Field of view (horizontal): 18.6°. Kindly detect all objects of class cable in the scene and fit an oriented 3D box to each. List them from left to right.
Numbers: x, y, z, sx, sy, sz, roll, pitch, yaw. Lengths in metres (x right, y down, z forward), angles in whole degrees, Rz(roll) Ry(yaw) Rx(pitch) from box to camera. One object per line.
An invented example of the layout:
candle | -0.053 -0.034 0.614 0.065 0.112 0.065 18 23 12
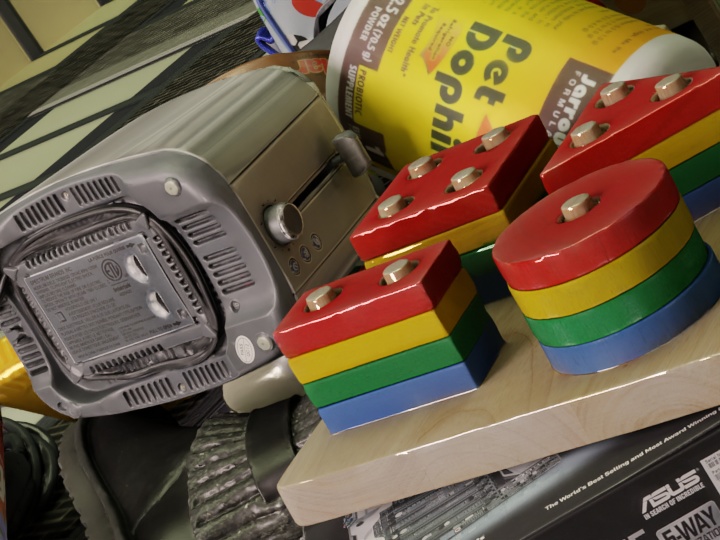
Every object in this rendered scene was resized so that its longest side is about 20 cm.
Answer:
cable | -0.251 0.156 1.280 0.163 0.051 0.200 -35 19 16

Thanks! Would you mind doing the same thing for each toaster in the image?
toaster | -0.085 -0.013 1.009 0.200 0.114 0.129 -20 16 39

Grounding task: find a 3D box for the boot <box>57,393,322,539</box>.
boot | -0.048 0.082 0.999 0.158 0.079 0.211 -40 25 3

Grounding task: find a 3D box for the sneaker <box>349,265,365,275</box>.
sneaker | 0.035 0.024 1.032 0.080 0.072 0.200 -38 27 -28

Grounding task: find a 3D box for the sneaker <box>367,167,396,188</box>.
sneaker | 0.006 -0.072 1.244 0.199 0.076 0.076 9 66 40

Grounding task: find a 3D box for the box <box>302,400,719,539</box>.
box | 0.073 0.080 0.813 0.200 0.050 0.158 -31 16 9

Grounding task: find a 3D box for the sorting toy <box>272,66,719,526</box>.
sorting toy | 0.073 -0.007 0.838 0.198 0.070 0.200 -20 18 32

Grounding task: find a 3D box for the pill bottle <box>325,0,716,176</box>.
pill bottle | 0.089 -0.070 1.004 0.200 0.110 0.109 25 53 32

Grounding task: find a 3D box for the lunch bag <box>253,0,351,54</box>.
lunch bag | 0.028 -0.148 1.323 0.160 0.200 0.076 -29 19 14

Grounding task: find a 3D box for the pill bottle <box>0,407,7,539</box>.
pill bottle | -0.242 0.106 1.149 0.112 0.112 0.200 -30 40 14

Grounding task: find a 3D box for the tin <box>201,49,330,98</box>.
tin | -0.068 -0.048 1.143 0.112 0.042 0.200 -3 -29 -40

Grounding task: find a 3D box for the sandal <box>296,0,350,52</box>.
sandal | 0.016 -0.131 1.134 0.200 0.076 0.043 -41 48 45

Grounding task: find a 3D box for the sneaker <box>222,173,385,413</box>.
sneaker | 0.000 0.000 1.128 0.199 0.094 0.070 -28 16 19

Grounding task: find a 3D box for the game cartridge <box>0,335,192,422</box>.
game cartridge | -0.091 0.024 1.198 0.200 0.033 0.176 -33 -20 14

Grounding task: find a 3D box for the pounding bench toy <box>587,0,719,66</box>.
pounding bench toy | 0.131 -0.125 1.179 0.156 0.124 0.200 -22 20 37
